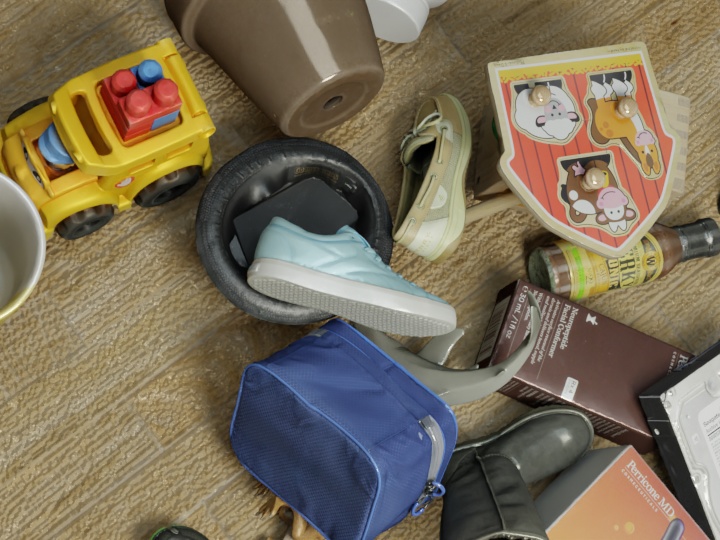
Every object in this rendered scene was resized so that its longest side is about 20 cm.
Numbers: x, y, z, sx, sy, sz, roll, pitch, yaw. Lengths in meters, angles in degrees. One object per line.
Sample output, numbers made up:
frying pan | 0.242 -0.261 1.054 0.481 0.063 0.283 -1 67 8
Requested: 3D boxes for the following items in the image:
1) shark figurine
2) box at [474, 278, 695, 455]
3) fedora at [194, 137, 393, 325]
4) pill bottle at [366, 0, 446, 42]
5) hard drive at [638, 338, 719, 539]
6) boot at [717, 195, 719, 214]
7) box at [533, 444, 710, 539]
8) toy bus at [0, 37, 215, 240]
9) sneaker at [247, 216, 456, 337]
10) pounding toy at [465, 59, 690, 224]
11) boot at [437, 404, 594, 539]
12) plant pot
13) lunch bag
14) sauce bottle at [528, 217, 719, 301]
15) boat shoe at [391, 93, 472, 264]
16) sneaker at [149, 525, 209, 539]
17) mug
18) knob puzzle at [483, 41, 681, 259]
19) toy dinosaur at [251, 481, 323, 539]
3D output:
shark figurine | 0.084 0.098 1.609 0.089 0.213 0.129 -10 90 -60
box | 0.219 0.097 1.691 0.199 0.075 0.101 23 72 -8
fedora | -0.070 -0.028 1.642 0.199 0.092 0.202 6 70 -17
pill bottle | 0.059 -0.339 1.744 0.111 0.111 0.201 25 72 -6
hard drive | 0.362 0.180 1.675 0.139 0.038 0.201 -28 101 -32
boot | 0.466 -0.039 1.751 0.200 0.131 0.068 37 71 -2
box | 0.215 0.287 1.614 0.200 0.106 0.152 -43 95 -19
toy bus | -0.234 -0.129 1.582 0.199 0.192 0.136 -25 84 -16
sneaker | 0.000 0.000 1.563 0.199 0.074 0.082 18 70 -13
pounding toy | 0.190 -0.102 1.691 0.199 0.184 0.143 12 73 -18
boot | 0.147 0.204 1.566 0.181 0.200 0.073 -24 103 1
plant pot | -0.062 -0.230 1.629 0.199 0.200 0.175 -25 72 -18
lunch bag | -0.005 0.148 1.558 0.200 0.136 0.132 39 45 22
sauce bottle | 0.271 -0.016 1.736 0.199 0.065 0.065 -14 79 -15
boat shoe | 0.064 -0.100 1.679 0.063 0.073 0.202 22 53 -24
sneaker | -0.132 0.322 1.544 0.076 0.084 0.201 -22 82 -18
mug | -0.372 0.010 1.532 0.149 0.153 0.187 38 71 -2
knob puzzle | 0.218 -0.110 1.586 0.218 0.030 0.221 5 76 -21
toy dinosaur | -0.048 0.233 1.612 0.106 0.060 0.200 45 73 -26
